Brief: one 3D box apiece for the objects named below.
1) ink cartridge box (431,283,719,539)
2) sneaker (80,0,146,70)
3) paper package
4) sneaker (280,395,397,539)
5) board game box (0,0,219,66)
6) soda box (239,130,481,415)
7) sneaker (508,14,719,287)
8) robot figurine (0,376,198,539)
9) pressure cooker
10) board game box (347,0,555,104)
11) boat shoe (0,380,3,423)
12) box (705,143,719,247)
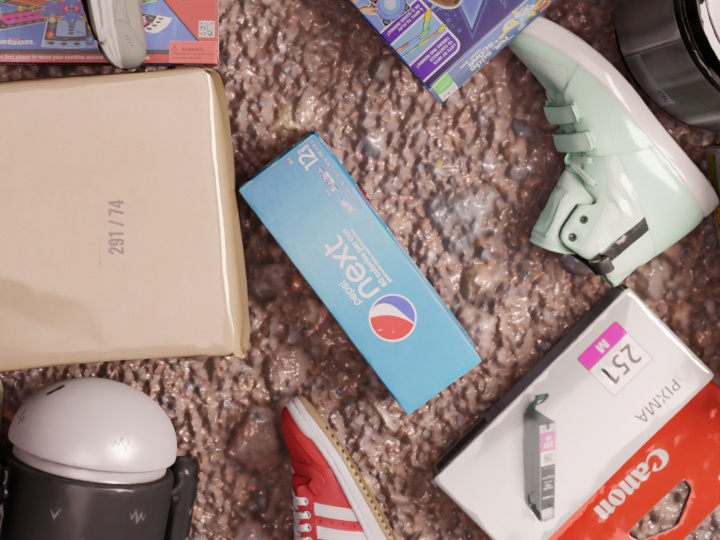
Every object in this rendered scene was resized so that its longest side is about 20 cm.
[{"bbox_3d":[0.181,0.140,1.227,0.174,0.044,0.200,45,94,-4],"label":"ink cartridge box"},{"bbox_3d":[-0.148,-0.230,1.120,0.092,0.076,0.200,-11,121,-12],"label":"sneaker"},{"bbox_3d":[-0.180,-0.037,1.172,0.190,0.103,0.200,-4,97,0],"label":"paper package"},{"bbox_3d":[-0.036,0.197,1.217,0.112,0.071,0.200,-28,98,-1],"label":"sneaker"},{"bbox_3d":[-0.200,-0.196,1.189,0.200,0.019,0.103,0,88,-1],"label":"board game box"},{"bbox_3d":[0.000,0.000,1.197,0.068,0.064,0.200,-36,95,4],"label":"soda box"},{"bbox_3d":[0.147,-0.080,1.182,0.118,0.074,0.200,-43,98,-2],"label":"sneaker"},{"bbox_3d":[-0.199,0.175,1.188,0.125,0.150,0.200,12,97,15],"label":"robot figurine"},{"bbox_3d":[0.273,-0.177,1.102,0.176,0.200,0.179,13,89,-9],"label":"pressure cooker"},{"bbox_3d":[0.084,-0.231,1.158,0.200,0.034,0.135,-41,70,5],"label":"board game box"},{"bbox_3d":[-0.292,0.163,1.211,0.072,0.066,0.201,3,97,-2],"label":"boat shoe"},{"bbox_3d":[0.319,0.003,1.182,0.112,0.101,0.200,-10,97,0],"label":"box"}]
